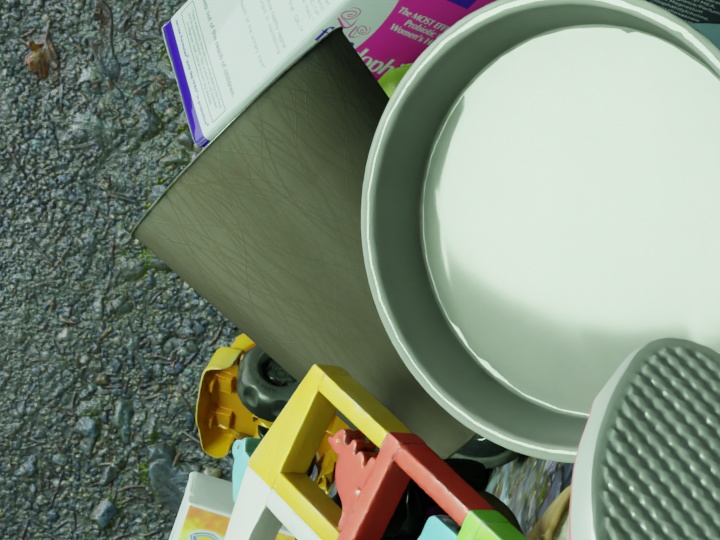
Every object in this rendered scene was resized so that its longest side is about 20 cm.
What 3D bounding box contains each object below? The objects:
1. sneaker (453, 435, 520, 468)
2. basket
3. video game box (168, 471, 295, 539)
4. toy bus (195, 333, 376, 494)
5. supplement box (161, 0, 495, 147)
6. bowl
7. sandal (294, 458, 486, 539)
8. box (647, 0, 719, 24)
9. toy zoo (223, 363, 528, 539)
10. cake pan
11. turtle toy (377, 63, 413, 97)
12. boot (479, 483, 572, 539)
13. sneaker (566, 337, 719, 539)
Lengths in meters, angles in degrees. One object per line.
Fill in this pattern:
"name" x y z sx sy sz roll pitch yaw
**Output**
"sneaker" 0.030 0.040 1.086 0.076 0.200 0.114 -36 -34 -6
"basket" 0.000 0.000 0.908 0.136 0.200 0.180 -45 2 -42
"video game box" -0.037 0.234 1.034 0.047 0.198 0.183 -97 26 -70
"toy bus" 0.003 0.071 1.224 0.136 0.198 0.193 98 -168 -54
"supplement box" -0.015 -0.159 1.031 0.200 0.101 0.104 -42 52 31
"bowl" 0.124 -0.040 0.828 0.201 0.104 0.202 -160 90 -85
"sandal" 0.017 0.135 0.884 0.201 0.075 0.048 125 139 -67
"box" 0.171 -0.214 0.944 0.200 0.106 0.149 119 169 -68
"toy zoo" -0.003 0.134 0.789 0.200 0.020 0.132 40 111 41
"cake pan" 0.093 -0.020 0.733 0.037 0.199 0.202 -11 -54 -58
"turtle toy" 0.073 -0.033 0.994 0.145 0.200 0.101 -35 6 36
"boot" 0.082 0.152 0.839 0.200 0.066 0.176 115 160 -55
"sneaker" 0.097 0.129 0.653 0.105 0.075 0.202 127 158 -57
